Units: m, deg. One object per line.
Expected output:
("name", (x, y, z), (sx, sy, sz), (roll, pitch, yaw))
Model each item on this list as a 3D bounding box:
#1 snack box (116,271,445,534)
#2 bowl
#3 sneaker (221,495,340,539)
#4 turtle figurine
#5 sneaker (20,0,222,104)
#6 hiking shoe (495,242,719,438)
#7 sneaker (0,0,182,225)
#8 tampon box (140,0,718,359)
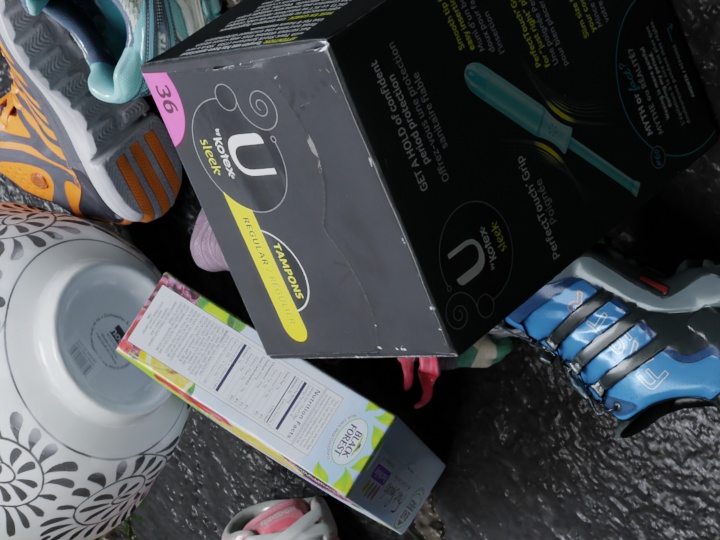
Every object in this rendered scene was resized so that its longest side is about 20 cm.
("snack box", (-0.037, 0.074, 1.358), (0.142, 0.053, 0.200), (33, 176, 13))
("bowl", (-0.159, 0.047, 1.430), (0.094, 0.201, 0.201), (-22, 102, 47))
("sneaker", (-0.030, 0.195, 1.492), (0.200, 0.075, 0.105), (-142, 36, -64))
("turtle figurine", (0.000, 0.000, 1.329), (0.200, 0.101, 0.150), (0, 119, 53))
("sneaker", (-0.146, -0.179, 1.338), (0.078, 0.086, 0.200), (-18, 106, 50))
("hiking shoe", (0.112, 0.032, 1.201), (0.200, 0.074, 0.087), (10, 87, 29))
("sneaker", (-0.186, -0.110, 1.443), (0.112, 0.078, 0.200), (-1, 118, 45))
("tampon box", (0.033, -0.073, 1.144), (0.126, 0.200, 0.150), (-3, 117, 47))
